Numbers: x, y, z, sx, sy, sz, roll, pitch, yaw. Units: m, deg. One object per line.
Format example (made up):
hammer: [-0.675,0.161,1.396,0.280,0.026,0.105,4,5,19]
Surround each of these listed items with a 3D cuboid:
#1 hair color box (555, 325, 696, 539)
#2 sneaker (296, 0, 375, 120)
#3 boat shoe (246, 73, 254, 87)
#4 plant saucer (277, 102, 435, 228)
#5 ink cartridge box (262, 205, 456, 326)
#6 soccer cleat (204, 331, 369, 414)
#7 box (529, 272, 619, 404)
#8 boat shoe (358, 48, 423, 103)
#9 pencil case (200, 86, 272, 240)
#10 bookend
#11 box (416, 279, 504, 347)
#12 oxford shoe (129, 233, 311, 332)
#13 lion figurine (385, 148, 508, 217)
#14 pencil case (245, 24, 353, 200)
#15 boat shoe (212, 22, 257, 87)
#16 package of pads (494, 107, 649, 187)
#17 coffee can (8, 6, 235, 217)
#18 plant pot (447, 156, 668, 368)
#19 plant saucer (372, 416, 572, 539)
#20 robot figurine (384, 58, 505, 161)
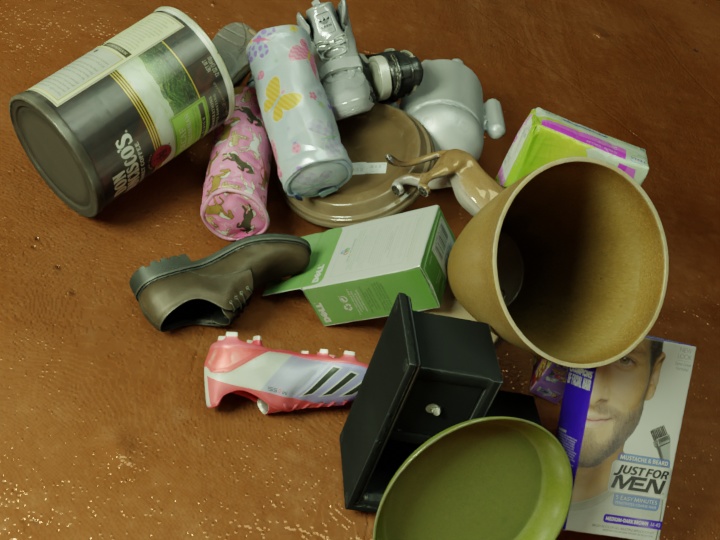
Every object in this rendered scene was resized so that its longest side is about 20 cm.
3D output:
hair color box: [0.260,0.163,1.017,0.108,0.065,0.204,10,90,-14]
sneaker: [-0.035,-0.264,1.246,0.074,0.116,0.201,-17,29,2]
boat shoe: [-0.100,-0.286,1.345,0.067,0.073,0.200,61,34,-11]
plant saucer: [-0.007,-0.137,1.226,0.196,0.030,0.202,-6,52,7]
ink cartridge box: [0.000,0.000,1.112,0.197,0.060,0.105,-11,37,27]
soccer cleat: [-0.062,0.115,1.020,0.197,0.067,0.078,13,76,-20]
box: [0.254,0.036,1.118,0.039,0.201,0.138,23,44,-3]
boat shoe: [0.033,-0.255,1.321,0.059,0.200,0.075,-11,97,-9]
pencil case: [-0.137,-0.126,1.182,0.086,0.083,0.202,24,43,-20]
bookend: [0.101,0.140,0.953,0.197,0.201,0.093,11,38,-15]
box: [0.121,0.053,1.132,0.094,0.078,0.200,33,45,10]
oxford shoe: [-0.135,0.020,1.064,0.197,0.073,0.085,-19,60,-21]
lion figurine: [0.131,-0.087,1.149,0.122,0.073,0.200,-37,80,-25]
pencil case: [-0.071,-0.185,1.168,0.090,0.082,0.203,17,51,-58]
boat shoe: [-0.196,-0.223,1.257,0.074,0.073,0.200,43,68,8]
package of pads: [0.232,-0.080,1.214,0.152,0.202,0.069,20,32,-3]
coffee can: [-0.256,-0.175,1.098,0.146,0.147,0.200,41,62,16]
plant pot: [0.167,-0.002,0.993,0.183,0.200,0.190,1,87,-20]
plant saucer: [0.099,0.214,0.911,0.197,0.203,0.031,2,22,-22]
robot figurine: [0.107,-0.198,1.332,0.167,0.114,0.202,-3,45,10]
